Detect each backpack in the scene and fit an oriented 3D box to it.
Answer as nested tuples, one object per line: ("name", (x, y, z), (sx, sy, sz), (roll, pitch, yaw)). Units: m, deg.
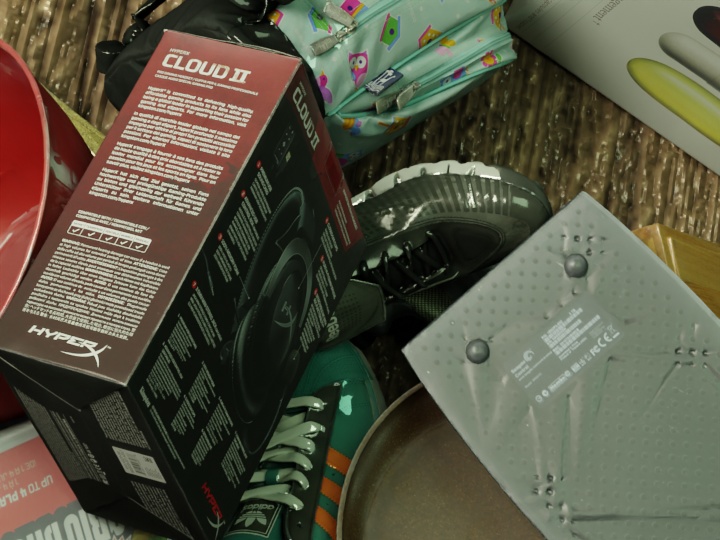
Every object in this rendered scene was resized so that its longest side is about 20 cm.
("backpack", (-0.017, -0.121, 1.303), (0.200, 0.167, 0.127), (-31, 105, -33))

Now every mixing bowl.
("mixing bowl", (-0.186, -0.002, 1.173), (0.108, 0.199, 0.201), (31, 57, -47))

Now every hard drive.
("hard drive", (0.129, 0.076, 1.207), (0.135, 0.042, 0.200), (-41, 81, -5))

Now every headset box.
("headset box", (-0.073, 0.002, 1.128), (0.077, 0.149, 0.201), (13, 61, 22))

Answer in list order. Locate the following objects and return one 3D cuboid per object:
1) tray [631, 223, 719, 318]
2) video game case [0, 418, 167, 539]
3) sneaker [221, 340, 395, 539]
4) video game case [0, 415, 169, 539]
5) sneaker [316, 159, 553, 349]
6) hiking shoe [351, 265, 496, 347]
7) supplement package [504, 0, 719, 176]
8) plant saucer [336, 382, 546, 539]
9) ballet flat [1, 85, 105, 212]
("tray", (0.198, 0.038, 1.333), (0.200, 0.037, 0.099), (14, 61, -60))
("video game case", (-0.141, 0.171, 1.154), (0.143, 0.017, 0.201), (-23, 104, -42))
("sneaker", (-0.033, 0.120, 1.230), (0.080, 0.071, 0.201), (28, 58, -52))
("video game case", (-0.159, 0.146, 1.211), (0.143, 0.019, 0.201), (34, 62, -10))
("sneaker", (0.000, 0.000, 1.245), (0.199, 0.067, 0.091), (-7, 42, 17))
("hiking shoe", (0.078, 0.036, 1.333), (0.199, 0.076, 0.101), (18, 76, -9))
("supplement package", (0.225, -0.171, 1.392), (0.200, 0.191, 0.147), (33, 63, -9))
("plant saucer", (0.080, 0.143, 1.225), (0.199, 0.032, 0.201), (7, 65, -15))
("ballet flat", (-0.174, -0.074, 1.261), (0.200, 0.071, 0.071), (42, 61, -5))
